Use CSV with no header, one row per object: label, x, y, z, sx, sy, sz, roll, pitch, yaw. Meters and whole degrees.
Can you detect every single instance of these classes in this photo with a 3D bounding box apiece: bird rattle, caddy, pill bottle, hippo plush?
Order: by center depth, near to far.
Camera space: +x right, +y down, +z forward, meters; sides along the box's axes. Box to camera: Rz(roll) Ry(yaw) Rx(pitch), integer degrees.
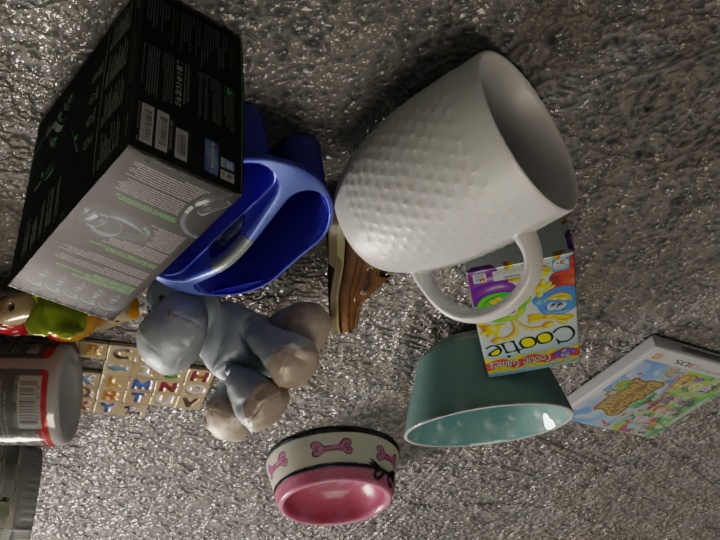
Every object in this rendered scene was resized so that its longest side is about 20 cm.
caddy,-0.114,-0.050,0.824,0.141,0.105,0.200,24,134,-33
hippo plush,-0.134,0.053,0.929,0.161,0.200,0.159,39,122,-21
bird rattle,-0.321,0.047,0.938,0.200,0.113,0.163,-24,158,26
pill bottle,-0.422,0.137,1.023,0.199,0.114,0.114,1,143,-2

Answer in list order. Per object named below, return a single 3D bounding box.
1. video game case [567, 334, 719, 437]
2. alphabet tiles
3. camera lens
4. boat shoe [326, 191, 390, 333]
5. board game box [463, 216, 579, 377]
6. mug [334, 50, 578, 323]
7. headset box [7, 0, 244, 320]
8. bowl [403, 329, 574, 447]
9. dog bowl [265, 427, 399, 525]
video game case,0.396,0.164,1.252,0.182,0.022,0.200,16,138,-26
alphabet tiles,-0.287,0.137,1.135,0.200,0.008,0.167,9,141,-18
camera lens,-0.523,0.289,1.177,0.200,0.160,0.160,11,140,-22
boat shoe,0.000,0.000,0.936,0.068,0.072,0.200,-3,144,-4
board game box,0.163,0.011,0.947,0.105,0.103,0.200,-11,143,7
mug,0.080,-0.053,0.776,0.175,0.200,0.148,-29,168,30
headset box,-0.184,-0.082,0.715,0.093,0.174,0.200,24,133,-33
bowl,0.145,0.137,1.092,0.200,0.105,0.201,-5,158,-2
dog bowl,-0.038,0.307,1.340,0.200,0.074,0.200,-4,143,-3
